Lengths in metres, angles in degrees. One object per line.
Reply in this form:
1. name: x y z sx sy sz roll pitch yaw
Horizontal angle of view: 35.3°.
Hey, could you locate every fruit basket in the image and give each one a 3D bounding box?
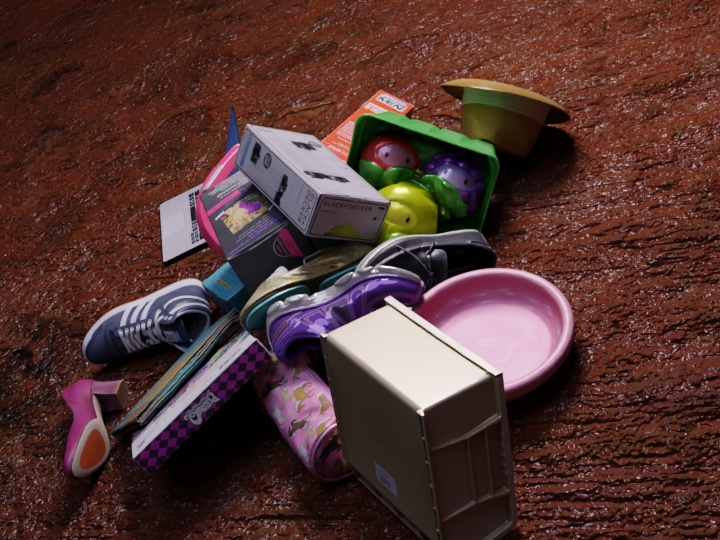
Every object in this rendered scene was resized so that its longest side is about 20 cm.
1. fruit basket: 0.070 -0.105 1.488 0.215 0.156 0.216 10 31 -6

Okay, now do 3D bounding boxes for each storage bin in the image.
1. storage bin: 0.059 0.163 1.156 0.094 0.199 0.200 -23 31 -23

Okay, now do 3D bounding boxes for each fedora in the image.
1. fedora: 0.195 -0.206 1.581 0.200 0.200 0.082 13 89 45

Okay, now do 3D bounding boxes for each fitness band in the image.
1. fitness band: -0.163 -0.106 1.699 0.037 0.144 0.200 -13 37 53

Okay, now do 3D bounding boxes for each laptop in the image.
1. laptop: -0.261 -0.141 1.837 0.200 0.116 0.187 -25 34 5

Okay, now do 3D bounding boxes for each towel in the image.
1. towel: -0.241 0.138 1.490 0.200 0.022 0.147 -49 7 -27

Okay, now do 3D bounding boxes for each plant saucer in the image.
1. plant saucer: 0.146 0.082 1.297 0.200 0.051 0.201 -10 41 8

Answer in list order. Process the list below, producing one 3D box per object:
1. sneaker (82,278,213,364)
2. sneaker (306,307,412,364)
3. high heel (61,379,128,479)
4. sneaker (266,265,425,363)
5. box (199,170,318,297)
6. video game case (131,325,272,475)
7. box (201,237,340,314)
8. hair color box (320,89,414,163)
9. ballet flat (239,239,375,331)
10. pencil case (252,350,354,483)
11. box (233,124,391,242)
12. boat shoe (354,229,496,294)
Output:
1. sneaker: -0.301 0.089 1.612 0.200 0.070 0.109 -29 32 -5
2. sneaker: 0.008 0.075 1.421 0.199 0.075 0.088 8 39 30
3. high heel: -0.381 0.215 1.510 0.096 0.068 0.200 -9 23 12
4. sneaker: -0.013 0.060 1.341 0.199 0.081 0.084 -22 56 12
5. box: -0.128 -0.045 1.523 0.106 0.122 0.200 -31 34 0
6. video game case: -0.200 0.154 1.399 0.200 0.036 0.181 -44 10 -7
7. box: -0.126 -0.015 1.638 0.200 0.049 0.082 -41 36 -16
8. hair color box: -0.002 -0.167 1.644 0.064 0.111 0.200 27 43 13
9. ballet flat: -0.069 0.013 1.413 0.200 0.071 0.071 -24 32 -17
10. pencil case: -0.061 0.164 1.334 0.086 0.083 0.200 -36 34 -9
11. box: -0.065 -0.112 1.453 0.200 0.116 0.060 43 119 42
12. boat shoe: 0.083 -0.005 1.413 0.199 0.075 0.062 -13 29 -26
